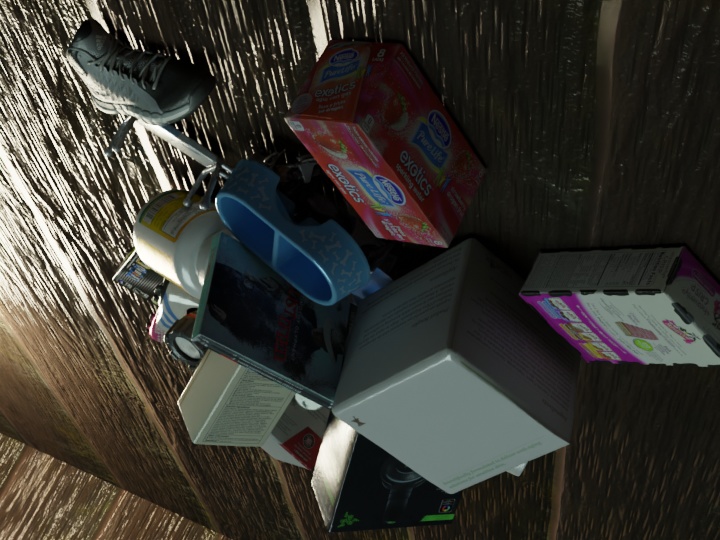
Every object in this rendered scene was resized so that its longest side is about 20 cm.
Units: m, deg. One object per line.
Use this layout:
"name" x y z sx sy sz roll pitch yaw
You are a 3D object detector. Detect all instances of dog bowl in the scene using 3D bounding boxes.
"dog bowl" -0.080 -0.038 1.645 0.200 0.050 0.112 40 155 13

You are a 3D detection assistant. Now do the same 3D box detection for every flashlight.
"flashlight" -0.164 0.037 1.870 0.068 0.200 0.068 7 134 38

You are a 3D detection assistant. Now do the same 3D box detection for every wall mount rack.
"wall mount rack" -0.224 -0.130 1.715 0.200 0.075 0.174 33 172 -13

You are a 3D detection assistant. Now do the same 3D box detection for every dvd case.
"dvd case" -0.093 0.059 1.683 0.200 0.146 0.022 31 137 -26

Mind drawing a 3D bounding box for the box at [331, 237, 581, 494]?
"box" 0.113 0.112 1.684 0.200 0.172 0.199 37 135 -24

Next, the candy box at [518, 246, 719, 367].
"candy box" 0.283 0.038 1.546 0.200 0.061 0.136 0 144 51

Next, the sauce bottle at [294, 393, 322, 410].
"sauce bottle" -0.042 0.100 1.881 0.065 0.200 0.065 5 125 7

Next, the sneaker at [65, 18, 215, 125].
"sneaker" -0.252 -0.218 1.590 0.200 0.075 0.116 6 147 44

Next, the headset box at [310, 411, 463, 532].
"headset box" 0.044 0.234 1.873 0.174 0.093 0.200 0 129 -21

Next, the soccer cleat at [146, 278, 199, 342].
"soccer cleat" -0.248 0.064 2.081 0.086 0.070 0.200 27 156 1

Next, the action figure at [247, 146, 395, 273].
"action figure" -0.052 -0.074 1.684 0.200 0.069 0.130 40 165 1

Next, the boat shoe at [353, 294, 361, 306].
"boat shoe" -0.003 0.120 1.788 0.074 0.200 0.060 11 134 -38

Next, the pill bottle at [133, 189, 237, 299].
"pill bottle" -0.192 -0.027 1.819 0.113 0.113 0.200 43 171 -32

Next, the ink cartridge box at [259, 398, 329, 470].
"ink cartridge box" -0.084 0.145 2.020 0.083 0.200 0.147 9 151 44

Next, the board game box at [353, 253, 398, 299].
"board game box" 0.000 0.000 1.822 0.200 0.039 0.158 24 160 30

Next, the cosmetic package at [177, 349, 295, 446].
"cosmetic package" -0.129 0.120 1.787 0.103 0.073 0.200 8 128 -35

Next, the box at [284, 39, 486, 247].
"box" 0.028 -0.121 1.440 0.095 0.100 0.200 9 151 38

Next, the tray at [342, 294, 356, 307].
"tray" -0.086 -0.025 1.792 0.200 0.022 0.107 37 159 31

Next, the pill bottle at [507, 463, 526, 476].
"pill bottle" 0.139 0.194 1.984 0.200 0.112 0.112 26 158 5

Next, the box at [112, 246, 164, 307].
"box" -0.249 0.024 2.149 0.193 0.048 0.200 34 157 -10
